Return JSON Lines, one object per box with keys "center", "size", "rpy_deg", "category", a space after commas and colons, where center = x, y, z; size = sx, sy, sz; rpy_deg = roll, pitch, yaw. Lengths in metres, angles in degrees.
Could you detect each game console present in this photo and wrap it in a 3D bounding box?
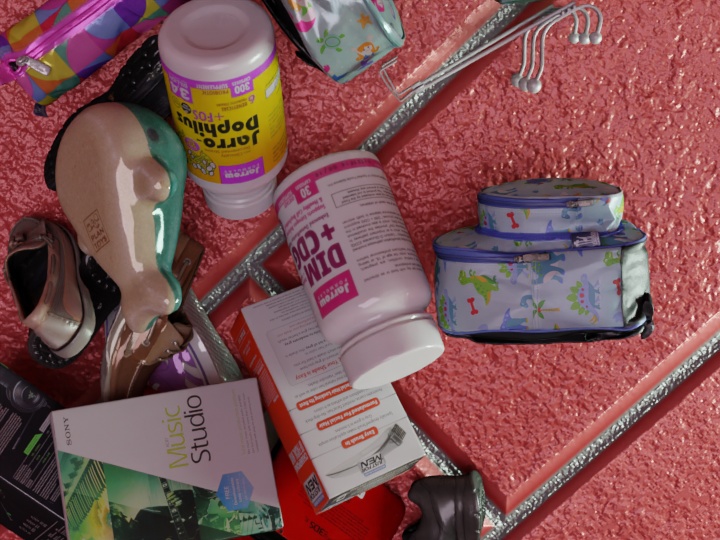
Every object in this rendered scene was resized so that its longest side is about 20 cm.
{"center": [-0.078, 0.261, 1.273], "size": [0.200, 0.118, 0.174], "rpy_deg": [43, 71, -37], "category": "game console"}

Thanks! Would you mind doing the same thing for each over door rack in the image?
{"center": [0.118, -0.189, 1.124], "size": [0.197, 0.148, 0.068], "rpy_deg": [-17, 99, 4], "category": "over door rack"}

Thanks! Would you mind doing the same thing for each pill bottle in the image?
{"center": [0.000, 0.000, 1.149], "size": [0.112, 0.113, 0.202], "rpy_deg": [-24, 73, 6], "category": "pill bottle"}
{"center": [-0.121, -0.142, 1.123], "size": [0.102, 0.105, 0.202], "rpy_deg": [-4, 138, 1], "category": "pill bottle"}

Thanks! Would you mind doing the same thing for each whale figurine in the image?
{"center": [-0.195, -0.051, 1.091], "size": [0.159, 0.103, 0.203], "rpy_deg": [-32, 75, 46], "category": "whale figurine"}

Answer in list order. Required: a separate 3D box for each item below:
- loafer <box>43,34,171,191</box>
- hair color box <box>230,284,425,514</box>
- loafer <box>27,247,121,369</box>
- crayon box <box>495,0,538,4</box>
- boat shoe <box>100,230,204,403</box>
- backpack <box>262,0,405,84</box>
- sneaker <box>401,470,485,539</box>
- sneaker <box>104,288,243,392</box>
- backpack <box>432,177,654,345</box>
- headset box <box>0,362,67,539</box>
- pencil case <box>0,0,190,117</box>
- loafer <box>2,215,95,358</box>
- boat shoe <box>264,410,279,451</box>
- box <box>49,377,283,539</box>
{"center": [-0.227, -0.140, 1.176], "size": [0.200, 0.069, 0.070], "rpy_deg": [-40, 137, 20], "category": "loafer"}
{"center": [-0.034, 0.117, 1.185], "size": [0.110, 0.064, 0.202], "rpy_deg": [-19, 72, -24], "category": "hair color box"}
{"center": [-0.263, 0.001, 1.212], "size": [0.200, 0.071, 0.073], "rpy_deg": [-48, 122, -6], "category": "loafer"}
{"center": [0.214, -0.280, 1.109], "size": [0.197, 0.126, 0.052], "rpy_deg": [-7, 106, 2], "category": "crayon box"}
{"center": [-0.197, 0.056, 1.169], "size": [0.071, 0.076, 0.203], "rpy_deg": [16, 104, 3], "category": "boat shoe"}
{"center": [-0.031, -0.273, 1.084], "size": [0.149, 0.178, 0.202], "rpy_deg": [-27, 98, 9], "category": "backpack"}
{"center": [0.089, 0.309, 1.305], "size": [0.089, 0.076, 0.203], "rpy_deg": [0, 99, 10], "category": "sneaker"}
{"center": [-0.189, 0.110, 1.245], "size": [0.113, 0.073, 0.202], "rpy_deg": [-28, 91, 11], "category": "sneaker"}
{"center": [0.167, -0.012, 1.157], "size": [0.197, 0.183, 0.149], "rpy_deg": [-6, 97, 9], "category": "backpack"}
{"center": [-0.331, 0.191, 1.206], "size": [0.199, 0.174, 0.093], "rpy_deg": [35, 60, -9], "category": "headset box"}
{"center": [-0.249, -0.233, 1.141], "size": [0.199, 0.088, 0.089], "rpy_deg": [-35, 103, 7], "category": "pencil case"}
{"center": [-0.302, 0.001, 1.147], "size": [0.072, 0.200, 0.063], "rpy_deg": [-47, 132, 9], "category": "loafer"}
{"center": [-0.054, 0.158, 1.274], "size": [0.199, 0.073, 0.063], "rpy_deg": [-41, 145, 5], "category": "boat shoe"}
{"center": [-0.181, 0.187, 1.139], "size": [0.197, 0.036, 0.147], "rpy_deg": [-9, 76, -16], "category": "box"}
